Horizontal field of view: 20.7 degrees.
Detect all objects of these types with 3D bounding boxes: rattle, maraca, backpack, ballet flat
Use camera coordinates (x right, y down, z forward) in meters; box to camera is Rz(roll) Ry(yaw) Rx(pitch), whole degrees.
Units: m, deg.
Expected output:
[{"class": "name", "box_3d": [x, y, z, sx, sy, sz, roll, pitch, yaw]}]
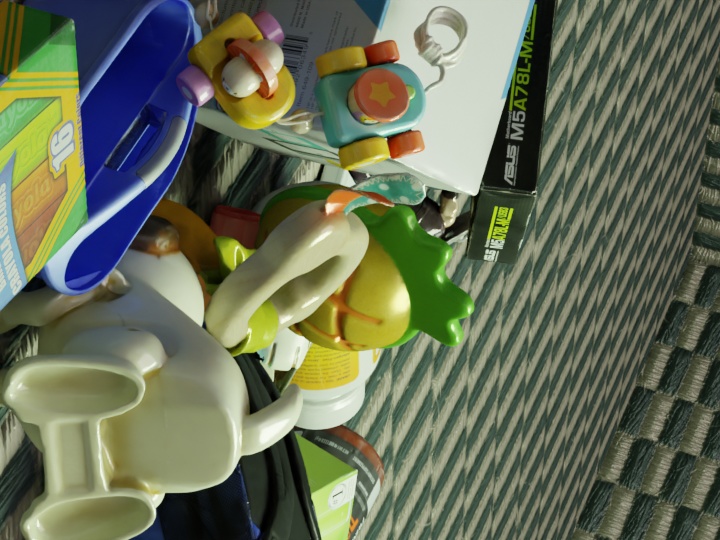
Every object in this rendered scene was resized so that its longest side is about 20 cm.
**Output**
[{"class": "rattle", "box_3d": [-0.055, -0.046, 1.299, 0.129, 0.144, 0.200, -10, 152, -26]}, {"class": "maraca", "box_3d": [0.000, 0.000, 1.417, 0.107, 0.199, 0.138, -45, 122, -32]}, {"class": "backpack", "box_3d": [-0.126, 0.144, 1.378, 0.163, 0.166, 0.202, 63, 14, -72]}, {"class": "ballet flat", "box_3d": [-0.069, 0.068, 1.550, 0.064, 0.067, 0.201, -97, -152, -44]}]

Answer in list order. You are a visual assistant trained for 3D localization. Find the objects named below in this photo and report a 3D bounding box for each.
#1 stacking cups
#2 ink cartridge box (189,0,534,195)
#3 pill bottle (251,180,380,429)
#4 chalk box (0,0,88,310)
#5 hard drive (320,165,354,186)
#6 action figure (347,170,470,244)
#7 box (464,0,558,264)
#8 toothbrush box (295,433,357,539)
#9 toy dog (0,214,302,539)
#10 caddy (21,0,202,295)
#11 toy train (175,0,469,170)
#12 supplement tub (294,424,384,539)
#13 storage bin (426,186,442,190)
[{"class": "stacking cups", "box_3d": [-0.116, 0.052, 1.510, 0.060, 0.060, 0.202, -16, 117, -70]}, {"class": "ink cartridge box", "box_3d": [-0.017, -0.152, 1.317, 0.146, 0.199, 0.148, 21, 85, -48]}, {"class": "pill bottle", "box_3d": [-0.037, 0.034, 1.639, 0.201, 0.112, 0.113, 89, 24, -44]}, {"class": "chalk box", "box_3d": [-0.231, -0.036, 0.926, 0.200, 0.123, 0.126, -55, 155, -47]}, {"class": "hard drive", "box_3d": [0.006, -0.120, 1.786, 0.132, 0.026, 0.202, 23, 83, -73]}, {"class": "action figure", "box_3d": [0.021, -0.074, 1.498, 0.201, 0.129, 0.069, 64, -4, -34]}, {"class": "box", "box_3d": [0.110, -0.124, 1.417, 0.193, 0.047, 0.202, 99, -1, -77]}, {"class": "toothbrush box", "box_3d": [-0.103, 0.234, 1.568, 0.199, 0.086, 0.147, -22, 130, -45]}, {"class": "toy dog", "box_3d": [-0.142, 0.047, 1.217, 0.201, 0.192, 0.141, -108, -174, -57]}, {"class": "caddy", "box_3d": [-0.156, -0.080, 1.155, 0.142, 0.104, 0.201, 85, 27, -48]}, {"class": "toy train", "box_3d": [-0.027, -0.148, 1.152, 0.151, 0.199, 0.056, -67, -166, -14]}, {"class": "supplement tub", "box_3d": [-0.060, 0.237, 1.766, 0.107, 0.106, 0.201, 86, 25, -49]}, {"class": "storage bin", "box_3d": [0.043, -0.167, 1.625, 0.145, 0.134, 0.202, 31, 73, -34]}]
